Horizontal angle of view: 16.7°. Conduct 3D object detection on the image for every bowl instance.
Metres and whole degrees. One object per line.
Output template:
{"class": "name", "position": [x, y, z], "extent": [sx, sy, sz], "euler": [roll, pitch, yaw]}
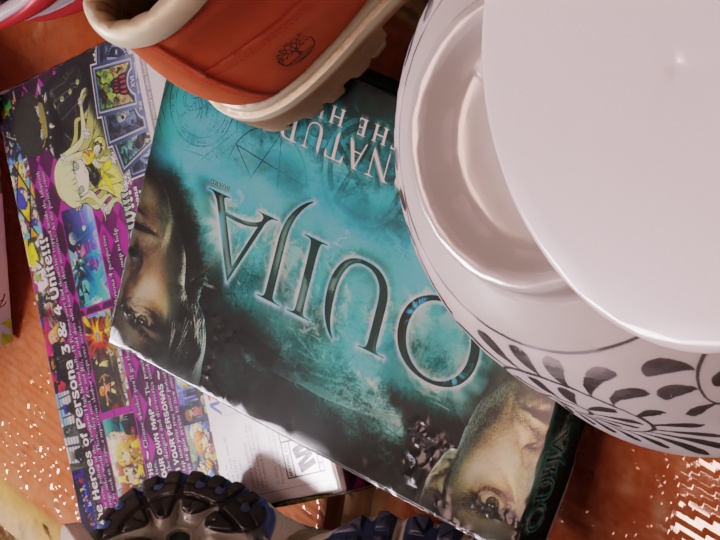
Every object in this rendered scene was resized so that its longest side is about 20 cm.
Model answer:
{"class": "bowl", "position": [0.076, -0.039, 0.726], "extent": [0.201, 0.094, 0.201], "euler": [3, 94, 39]}

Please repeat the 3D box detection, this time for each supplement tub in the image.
{"class": "supplement tub", "position": [0.143, -0.056, 0.586], "extent": [0.132, 0.200, 0.132], "euler": [12, 105, 49]}

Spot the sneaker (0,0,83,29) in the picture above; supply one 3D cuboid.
{"class": "sneaker", "position": [-0.141, -0.136, 0.985], "extent": [0.200, 0.112, 0.071], "euler": [7, 104, 51]}

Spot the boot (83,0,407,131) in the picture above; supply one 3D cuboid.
{"class": "boot", "position": [-0.006, -0.136, 0.802], "extent": [0.200, 0.107, 0.075], "euler": [-50, 57, 14]}

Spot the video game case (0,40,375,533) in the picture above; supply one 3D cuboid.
{"class": "video game case", "position": [-0.071, 0.002, 0.985], "extent": [0.181, 0.036, 0.200], "euler": [-19, 82, 49]}

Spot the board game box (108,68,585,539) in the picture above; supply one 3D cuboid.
{"class": "board game box", "position": [0.000, 0.000, 0.869], "extent": [0.200, 0.028, 0.135], "euler": [25, 109, 35]}

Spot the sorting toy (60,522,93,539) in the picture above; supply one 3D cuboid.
{"class": "sorting toy", "position": [-0.047, 0.175, 0.866], "extent": [0.200, 0.107, 0.180], "euler": [15, 128, 34]}

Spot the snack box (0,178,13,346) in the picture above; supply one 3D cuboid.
{"class": "snack box", "position": [-0.233, -0.065, 1.134], "extent": [0.200, 0.053, 0.142], "euler": [43, 146, 38]}

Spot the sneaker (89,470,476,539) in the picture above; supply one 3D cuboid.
{"class": "sneaker", "position": [-0.004, 0.136, 0.909], "extent": [0.200, 0.077, 0.085], "euler": [17, 144, 33]}
